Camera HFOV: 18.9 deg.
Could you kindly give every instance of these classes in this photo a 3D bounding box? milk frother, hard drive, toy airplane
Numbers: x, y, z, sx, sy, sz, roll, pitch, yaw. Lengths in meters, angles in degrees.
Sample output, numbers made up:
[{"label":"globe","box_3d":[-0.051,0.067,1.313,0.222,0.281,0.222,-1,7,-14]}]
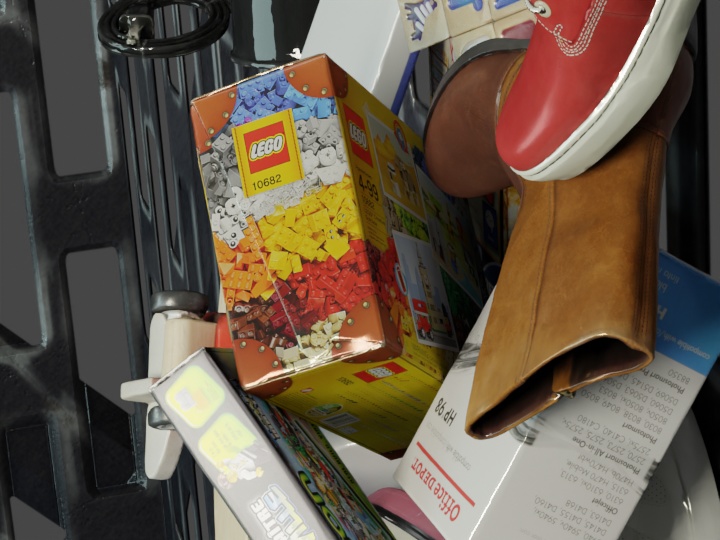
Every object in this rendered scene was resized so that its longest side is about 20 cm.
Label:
[{"label":"milk frother","box_3d":[-0.083,-0.238,1.461,0.181,0.199,0.189,-126,30,-72]},{"label":"hard drive","box_3d":[0.020,-0.183,1.224,0.201,0.025,0.132,-71,22,8]},{"label":"toy airplane","box_3d":[-0.058,0.063,1.218,0.199,0.141,0.201,-105,21,-55]}]

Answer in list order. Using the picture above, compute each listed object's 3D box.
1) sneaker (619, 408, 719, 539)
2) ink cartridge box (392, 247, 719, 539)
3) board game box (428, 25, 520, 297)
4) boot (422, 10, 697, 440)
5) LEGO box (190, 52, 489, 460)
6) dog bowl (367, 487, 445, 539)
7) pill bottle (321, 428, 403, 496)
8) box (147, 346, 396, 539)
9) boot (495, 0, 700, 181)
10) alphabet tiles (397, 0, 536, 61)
[{"label":"sneaker","box_3d":[0.112,0.151,1.032,0.074,0.115,0.201,-176,79,-79]},{"label":"ink cartridge box","box_3d":[0.083,0.074,0.993,0.200,0.067,0.116,-62,19,4]},{"label":"board game box","box_3d":[0.078,-0.061,1.195,0.152,0.046,0.201,-122,27,-62]},{"label":"boot","box_3d":[0.077,-0.013,0.958,0.188,0.068,0.201,-25,45,46]},{"label":"LEGO box","box_3d":[0.000,0.000,1.091,0.200,0.077,0.149,33,-138,-64]},{"label":"dog bowl","box_3d":[0.050,0.206,1.250,0.200,0.074,0.200,39,163,14]},{"label":"pill bottle","box_3d":[0.009,0.039,1.330,0.120,0.119,0.201,101,169,-56]},{"label":"box","box_3d":[-0.016,0.127,1.025,0.200,0.035,0.110,55,-171,10]},{"label":"boot","box_3d":[0.065,-0.130,0.841,0.200,0.144,0.073,-63,28,31]},{"label":"alphabet tiles","box_3d":[0.070,-0.160,1.074,0.167,0.008,0.201,-15,86,51]}]
